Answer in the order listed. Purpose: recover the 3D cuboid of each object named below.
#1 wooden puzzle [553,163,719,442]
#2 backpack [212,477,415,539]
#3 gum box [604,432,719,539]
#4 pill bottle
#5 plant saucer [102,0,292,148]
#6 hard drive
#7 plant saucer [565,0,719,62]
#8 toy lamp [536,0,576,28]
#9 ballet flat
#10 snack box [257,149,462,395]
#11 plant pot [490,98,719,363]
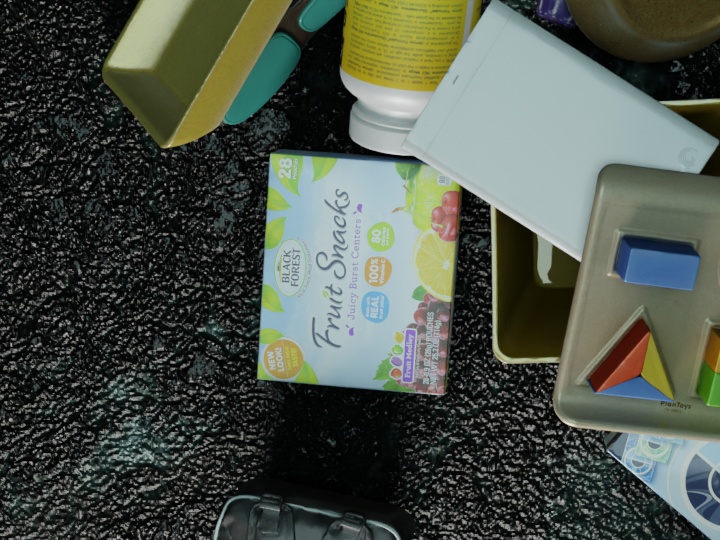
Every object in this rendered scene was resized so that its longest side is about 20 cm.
[{"bbox_3d":[0.251,0.031,1.154,0.185,0.046,0.201,7,103,-7],"label":"wooden puzzle"},{"bbox_3d":[-0.049,0.291,1.357,0.177,0.151,0.201,10,91,7],"label":"backpack"},{"bbox_3d":[0.343,0.154,1.353,0.200,0.045,0.170,40,100,-1],"label":"gum box"},{"bbox_3d":[0.042,-0.204,1.291,0.112,0.112,0.201,9,113,5],"label":"pill bottle"},{"bbox_3d":[-0.126,-0.210,1.302,0.048,0.200,0.200,25,102,-34],"label":"plant saucer"},{"bbox_3d":[0.149,-0.096,1.172,0.200,0.026,0.132,33,99,1],"label":"hard drive"},{"bbox_3d":[0.261,-0.260,1.265,0.200,0.035,0.201,-8,118,-15],"label":"plant saucer"},{"bbox_3d":[0.202,-0.302,1.303,0.058,0.058,0.200,24,98,2],"label":"toy lamp"},{"bbox_3d":[-0.069,-0.214,1.339,0.200,0.068,0.068,-47,60,-1],"label":"ballet flat"},{"bbox_3d":[0.000,0.000,1.356,0.168,0.068,0.201,5,97,5],"label":"snack box"},{"bbox_3d":[0.208,-0.039,1.275,0.199,0.176,0.201,-1,97,6],"label":"plant pot"}]
